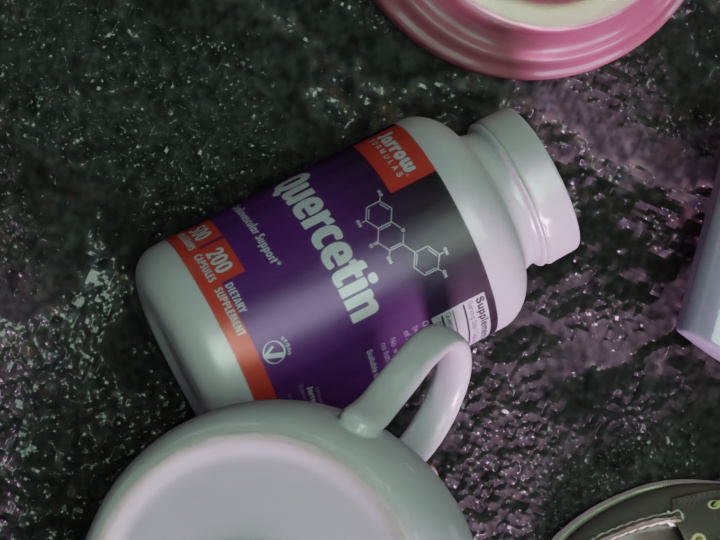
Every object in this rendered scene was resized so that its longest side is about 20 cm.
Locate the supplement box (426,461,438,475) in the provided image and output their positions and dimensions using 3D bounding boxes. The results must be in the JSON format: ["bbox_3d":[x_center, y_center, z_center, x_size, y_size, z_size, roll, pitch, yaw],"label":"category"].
[{"bbox_3d":[-0.056,0.147,1.375,0.199,0.067,0.069,-18,99,-12],"label":"supplement box"}]

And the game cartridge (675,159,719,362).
[{"bbox_3d":[0.262,0.011,1.395,0.199,0.042,0.134,15,85,-9],"label":"game cartridge"}]

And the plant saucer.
[{"bbox_3d":[0.088,-0.193,1.387,0.199,0.051,0.202,-1,96,-13],"label":"plant saucer"}]

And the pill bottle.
[{"bbox_3d":[0.000,0.000,1.351,0.199,0.112,0.113,-28,100,-10],"label":"pill bottle"}]

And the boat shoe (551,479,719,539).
[{"bbox_3d":[0.192,0.142,1.434,0.201,0.060,0.072,-8,96,-12],"label":"boat shoe"}]

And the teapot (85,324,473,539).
[{"bbox_3d":[-0.024,0.146,1.278,0.199,0.146,0.198,-19,83,18],"label":"teapot"}]
